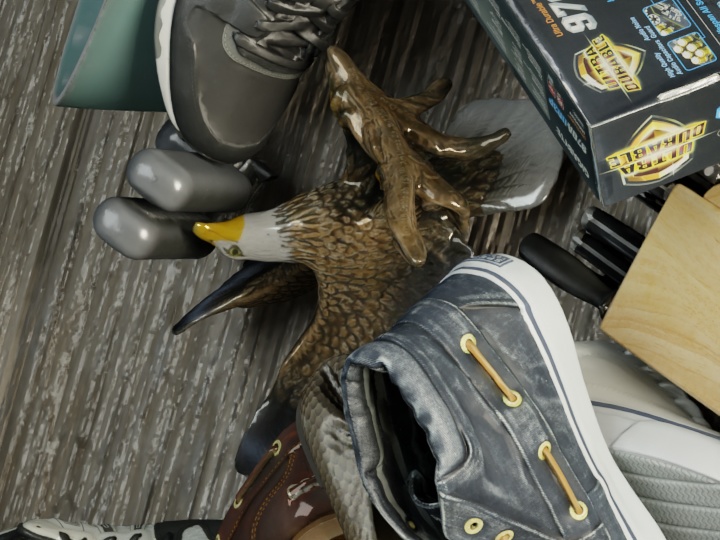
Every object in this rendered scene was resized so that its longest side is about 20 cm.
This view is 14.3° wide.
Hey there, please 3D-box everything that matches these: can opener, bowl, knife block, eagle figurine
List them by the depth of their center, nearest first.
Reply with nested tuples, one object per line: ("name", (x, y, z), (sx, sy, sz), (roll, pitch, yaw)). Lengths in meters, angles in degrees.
("knife block", (0.144, 0.026, 1.164), (0.175, 0.064, 0.201), (-24, 59, 38))
("eagle figurine", (-0.007, -0.002, 1.302), (0.152, 0.151, 0.200), (-56, -14, -42))
("can opener", (-0.089, -0.040, 1.339), (0.067, 0.200, 0.053), (37, 98, 9))
("bowl", (-0.066, -0.155, 1.383), (0.201, 0.105, 0.201), (-159, 90, -79))

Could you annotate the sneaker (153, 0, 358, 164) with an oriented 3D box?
("sneaker", (-0.028, -0.137, 1.260), (0.088, 0.076, 0.201), (31, 107, 52))

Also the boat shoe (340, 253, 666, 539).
("boat shoe", (0.058, 0.100, 1.119), (0.071, 0.091, 0.201), (-12, 107, 49))

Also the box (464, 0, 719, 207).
("box", (0.128, -0.127, 1.175), (0.159, 0.046, 0.200), (-21, 45, -9))

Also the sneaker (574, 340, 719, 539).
("sneaker", (0.108, 0.064, 1.182), (0.200, 0.073, 0.071), (18, 54, 34))

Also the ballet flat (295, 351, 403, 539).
("ballet flat", (0.030, 0.119, 1.162), (0.046, 0.067, 0.200), (-53, 54, 50))

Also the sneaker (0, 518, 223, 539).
("sneaker", (-0.125, 0.154, 1.368), (0.200, 0.088, 0.076), (-14, 63, 40))

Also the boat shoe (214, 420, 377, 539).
("boat shoe", (-0.041, 0.145, 1.273), (0.200, 0.070, 0.070), (-58, 45, 39))
